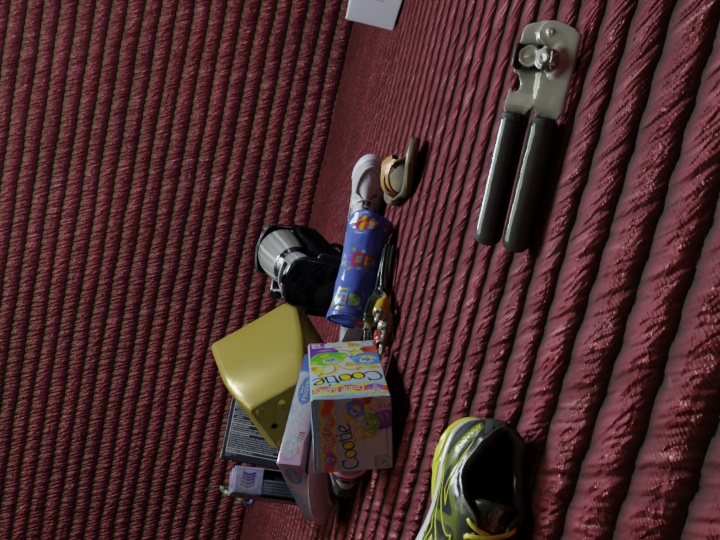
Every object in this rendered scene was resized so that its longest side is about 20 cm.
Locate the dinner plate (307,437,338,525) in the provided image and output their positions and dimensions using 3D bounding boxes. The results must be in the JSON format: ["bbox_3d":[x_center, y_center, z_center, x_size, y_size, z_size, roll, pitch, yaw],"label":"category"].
[{"bbox_3d":[-0.047,0.308,1.358,0.200,0.024,0.202,3,-90,-78],"label":"dinner plate"}]

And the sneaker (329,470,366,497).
[{"bbox_3d":[-0.023,0.261,1.293,0.201,0.078,0.096,-87,1,-54],"label":"sneaker"}]

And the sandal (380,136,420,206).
[{"bbox_3d":[0.055,-0.156,1.362,0.200,0.054,0.081,132,149,-75],"label":"sandal"}]

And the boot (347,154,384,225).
[{"bbox_3d":[0.015,-0.113,1.578,0.096,0.073,0.201,-95,9,-45],"label":"boot"}]

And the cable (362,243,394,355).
[{"bbox_3d":[0.041,0.047,1.307,0.201,0.050,0.098,-69,-18,-48],"label":"cable"}]

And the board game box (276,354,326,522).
[{"bbox_3d":[-0.075,0.276,1.381,0.201,0.043,0.200,76,-161,-48],"label":"board game box"}]

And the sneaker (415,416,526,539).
[{"bbox_3d":[0.078,0.202,0.620,0.085,0.074,0.202,123,157,-67],"label":"sneaker"}]

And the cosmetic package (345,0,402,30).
[{"bbox_3d":[0.052,-0.708,1.940,0.200,0.122,0.201,113,165,-54],"label":"cosmetic package"}]

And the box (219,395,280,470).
[{"bbox_3d":[-0.176,0.309,1.778,0.123,0.198,0.200,123,158,-86],"label":"box"}]

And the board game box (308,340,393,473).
[{"bbox_3d":[-0.017,0.180,1.148,0.200,0.102,0.106,-106,13,-74],"label":"board game box"}]

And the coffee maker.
[{"bbox_3d":[-0.084,-0.008,1.581,0.200,0.191,0.136,-138,38,-59],"label":"coffee maker"}]

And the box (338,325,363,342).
[{"bbox_3d":[0.001,0.042,1.528,0.200,0.036,0.145,117,163,-58],"label":"box"}]

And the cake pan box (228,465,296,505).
[{"bbox_3d":[-0.144,0.392,1.521,0.200,0.182,0.053,125,151,-69],"label":"cake pan box"}]

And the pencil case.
[{"bbox_3d":[0.000,0.000,1.390,0.087,0.077,0.202,94,-172,-67],"label":"pencil case"}]

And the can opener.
[{"bbox_3d":[0.148,-0.116,0.725,0.066,0.052,0.202,8,-84,-64],"label":"can opener"}]

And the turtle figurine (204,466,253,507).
[{"bbox_3d":[-0.505,0.863,3.464,0.145,0.199,0.194,-62,1,5],"label":"turtle figurine"}]

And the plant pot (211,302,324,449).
[{"bbox_3d":[-0.145,0.215,1.583,0.196,0.193,0.200,60,-178,-30],"label":"plant pot"}]
